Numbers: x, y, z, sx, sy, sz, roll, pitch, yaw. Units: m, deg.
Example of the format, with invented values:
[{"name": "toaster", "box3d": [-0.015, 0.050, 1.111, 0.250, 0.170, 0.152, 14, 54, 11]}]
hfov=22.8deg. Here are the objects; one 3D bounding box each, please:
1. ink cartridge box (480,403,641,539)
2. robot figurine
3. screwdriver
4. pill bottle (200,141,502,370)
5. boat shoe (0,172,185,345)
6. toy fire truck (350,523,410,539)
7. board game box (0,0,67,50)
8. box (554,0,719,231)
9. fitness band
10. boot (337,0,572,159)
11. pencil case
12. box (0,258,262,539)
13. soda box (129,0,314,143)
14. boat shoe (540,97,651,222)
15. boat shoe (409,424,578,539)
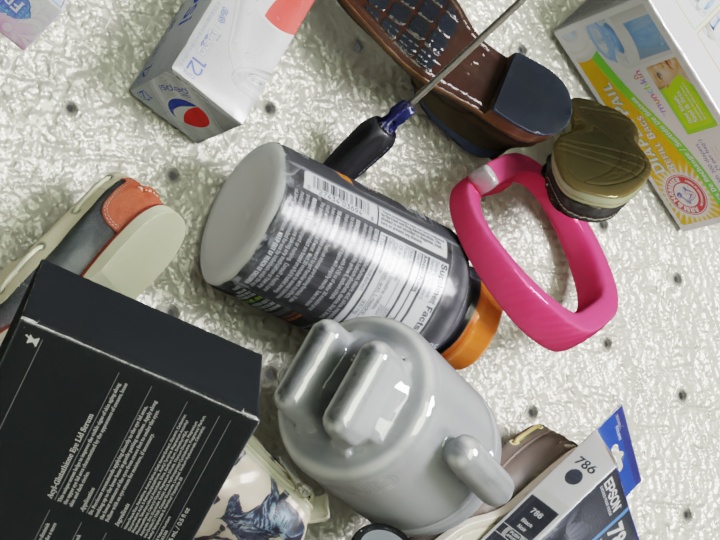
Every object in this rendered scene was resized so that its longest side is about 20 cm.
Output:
[{"name": "ink cartridge box", "box3d": [0.136, 0.193, 1.252, 0.200, 0.039, 0.100, -43, 138, -17]}, {"name": "robot figurine", "box3d": [0.021, 0.104, 1.161, 0.113, 0.169, 0.200, -57, 143, -9]}, {"name": "screwdriver", "box3d": [0.047, -0.123, 1.227, 0.029, 0.200, 0.028, 25, 33, -49]}, {"name": "pill bottle", "box3d": [0.000, 0.000, 1.211, 0.200, 0.106, 0.107, 26, 69, -26]}, {"name": "boat shoe", "box3d": [-0.198, 0.019, 1.108, 0.200, 0.063, 0.071, -45, 150, -13]}, {"name": "toy fire truck", "box3d": [0.022, 0.290, 1.108, 0.176, 0.129, 0.200, 27, 42, 4]}, {"name": "board game box", "box3d": [-0.245, -0.252, 1.079, 0.199, 0.041, 0.200, 41, 28, -19]}, {"name": "box", "box3d": [0.264, -0.144, 1.397, 0.101, 0.112, 0.200, -43, 105, -31]}, {"name": "fitness band", "box3d": [0.128, -0.015, 1.280, 0.144, 0.037, 0.200, 57, 23, 4]}, {"name": "boot", "box3d": [0.048, -0.145, 1.286, 0.200, 0.097, 0.075, 36, 65, -9]}, {"name": "pencil case", "box3d": [-0.108, 0.107, 1.112, 0.200, 0.089, 0.078, 49, 15, -33]}, {"name": "box", "box3d": [-0.160, 0.116, 1.011, 0.141, 0.079, 0.200, 24, 114, -14]}, {"name": "soda box", "box3d": [-0.074, -0.186, 1.220, 0.063, 0.068, 0.200, 38, 63, -21]}, {"name": "boat shoe", "box3d": [0.166, -0.067, 1.294, 0.072, 0.201, 0.066, 17, 113, 1]}, {"name": "boat shoe", "box3d": [0.080, 0.173, 1.259, 0.200, 0.059, 0.072, -31, 138, -29]}]
